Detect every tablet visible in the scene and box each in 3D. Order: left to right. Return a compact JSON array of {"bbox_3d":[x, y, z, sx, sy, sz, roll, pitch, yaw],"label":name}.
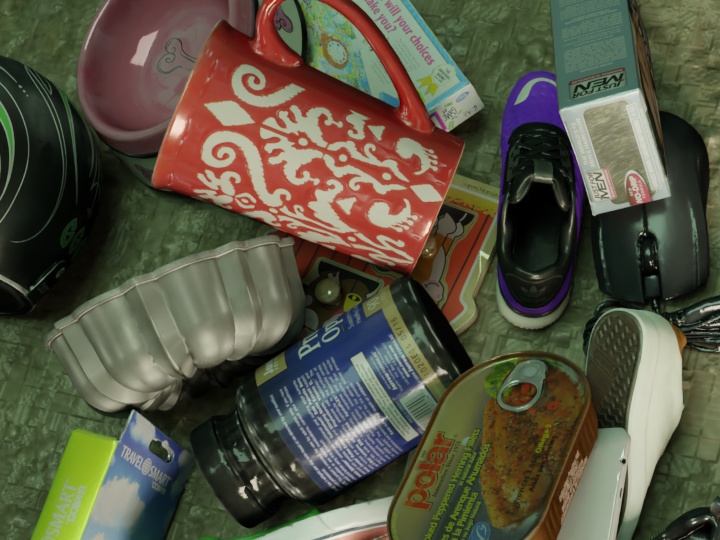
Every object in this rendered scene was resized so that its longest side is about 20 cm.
[{"bbox_3d":[0.098,0.174,1.447,0.200,0.014,0.130,-6,64,43],"label":"tablet"}]

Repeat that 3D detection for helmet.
[{"bbox_3d":[-0.303,-0.078,1.641,0.200,0.200,0.191,8,70,22],"label":"helmet"}]

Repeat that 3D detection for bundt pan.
[{"bbox_3d":[-0.127,0.050,1.527,0.202,0.202,0.076,-24,81,8],"label":"bundt pan"}]

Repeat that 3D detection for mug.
[{"bbox_3d":[-0.030,-0.096,1.491,0.200,0.178,0.134,24,48,-1],"label":"mug"}]

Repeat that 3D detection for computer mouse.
[{"bbox_3d":[0.218,-0.036,1.518,0.138,0.053,0.200,-11,65,15],"label":"computer mouse"}]

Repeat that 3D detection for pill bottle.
[{"bbox_3d":[-0.019,0.101,1.505,0.200,0.112,0.112,-32,61,7],"label":"pill bottle"}]

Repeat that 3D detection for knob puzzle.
[{"bbox_3d":[0.000,0.000,1.590,0.219,0.030,0.220,-7,66,16],"label":"knob puzzle"}]

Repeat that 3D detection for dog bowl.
[{"bbox_3d":[-0.143,-0.166,1.655,0.200,0.074,0.200,-16,60,31],"label":"dog bowl"}]

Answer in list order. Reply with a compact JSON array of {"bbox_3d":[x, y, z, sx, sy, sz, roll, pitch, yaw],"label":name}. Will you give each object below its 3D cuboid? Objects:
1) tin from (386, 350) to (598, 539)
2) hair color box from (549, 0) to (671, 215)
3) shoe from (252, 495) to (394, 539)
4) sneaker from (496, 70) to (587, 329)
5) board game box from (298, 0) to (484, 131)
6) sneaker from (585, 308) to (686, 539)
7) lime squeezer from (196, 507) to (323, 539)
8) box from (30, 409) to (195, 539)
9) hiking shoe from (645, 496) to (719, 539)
[{"bbox_3d":[0.090,0.135,1.384,0.112,0.042,0.200,5,45,26],"label":"tin"},{"bbox_3d":[0.179,-0.144,1.509,0.061,0.099,0.200,-13,39,13],"label":"hair color box"},{"bbox_3d":[-0.049,0.232,1.482,0.200,0.071,0.091,-20,80,-4],"label":"shoe"},{"bbox_3d":[0.136,-0.065,1.526,0.069,0.100,0.200,1,70,6],"label":"sneaker"},{"bbox_3d":[-0.007,-0.162,1.640,0.134,0.034,0.200,-34,51,3],"label":"board game box"},{"bbox_3d":[0.190,0.129,1.453,0.073,0.085,0.200,20,98,42],"label":"sneaker"},{"bbox_3d":[-0.111,0.244,1.529,0.071,0.038,0.200,36,80,-4],"label":"lime squeezer"},{"bbox_3d":[-0.195,0.207,1.516,0.048,0.122,0.200,13,73,24],"label":"box"},{"bbox_3d":[0.180,0.233,1.389,0.076,0.101,0.200,34,82,28],"label":"hiking shoe"}]
